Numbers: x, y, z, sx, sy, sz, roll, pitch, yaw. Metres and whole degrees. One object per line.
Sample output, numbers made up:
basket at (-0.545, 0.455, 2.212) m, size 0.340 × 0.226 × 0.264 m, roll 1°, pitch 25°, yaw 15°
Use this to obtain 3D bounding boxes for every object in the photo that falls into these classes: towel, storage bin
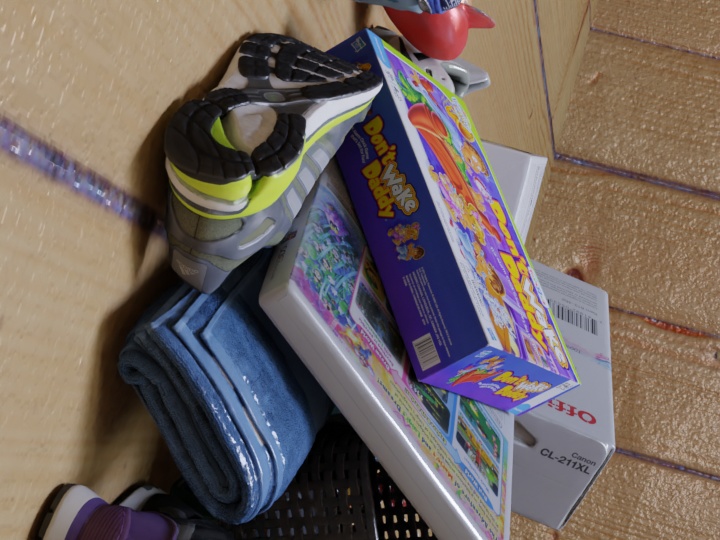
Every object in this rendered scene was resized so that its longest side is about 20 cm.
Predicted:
towel at (-0.050, 0.039, 0.811) m, size 0.112 × 0.048 × 0.200 m, roll 61°, pitch 22°, yaw -12°
storage bin at (0.001, 0.182, 0.883) m, size 0.135 × 0.094 × 0.200 m, roll -7°, pitch 88°, yaw -65°

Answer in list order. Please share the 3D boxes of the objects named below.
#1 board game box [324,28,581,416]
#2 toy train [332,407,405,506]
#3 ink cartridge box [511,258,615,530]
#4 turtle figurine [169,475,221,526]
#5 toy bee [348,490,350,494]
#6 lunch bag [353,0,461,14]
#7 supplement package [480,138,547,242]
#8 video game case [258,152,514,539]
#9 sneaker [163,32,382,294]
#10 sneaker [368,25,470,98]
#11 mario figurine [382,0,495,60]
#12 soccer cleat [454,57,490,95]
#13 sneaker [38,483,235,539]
board game box at (0.047, -0.025, 0.904) m, size 0.134 × 0.045 × 0.200 m, roll 24°, pitch 41°, yaw -59°
toy train at (0.006, 0.080, 1.201) m, size 0.085 × 0.116 × 0.200 m, roll -43°, pitch -150°, yaw 13°
ink cartridge box at (0.093, 0.068, 1.109) m, size 0.200 × 0.146 × 0.083 m, roll -77°, pitch -168°, yaw -59°
turtle figurine at (-0.062, 0.187, 0.970) m, size 0.150 × 0.101 × 0.200 m, roll -86°, pitch 167°, yaw -55°
toy bee at (-0.032, 0.202, 1.127) m, size 0.131 × 0.109 × 0.200 m, roll 87°, pitch 20°, yaw -62°
lunch bag at (0.035, -0.254, 0.901) m, size 0.161 × 0.082 × 0.200 m, roll 49°, pitch 55°, yaw -75°
supplement package at (0.092, -0.062, 1.396) m, size 0.200 × 0.114 × 0.110 m, roll -20°, pitch 125°, yaw -79°
video game case at (0.022, 0.043, 0.857) m, size 0.200 × 0.024 × 0.182 m, roll 54°, pitch 21°, yaw -20°
sneaker at (-0.049, -0.059, 0.793) m, size 0.200 × 0.074 × 0.081 m, roll -48°, pitch 161°, yaw -57°
sneaker at (0.022, -0.100, 1.037) m, size 0.200 × 0.088 × 0.074 m, roll -60°, pitch 164°, yaw -51°
mario figurine at (0.076, -0.237, 1.050) m, size 0.123 × 0.106 × 0.200 m, roll 1°, pitch 99°, yaw -58°
soccer cleat at (0.038, -0.067, 1.173) m, size 0.069 × 0.085 × 0.200 m, roll 22°, pitch 83°, yaw -80°
sneaker at (-0.091, 0.153, 0.782) m, size 0.200 × 0.087 × 0.076 m, roll 43°, pitch 62°, yaw -79°
